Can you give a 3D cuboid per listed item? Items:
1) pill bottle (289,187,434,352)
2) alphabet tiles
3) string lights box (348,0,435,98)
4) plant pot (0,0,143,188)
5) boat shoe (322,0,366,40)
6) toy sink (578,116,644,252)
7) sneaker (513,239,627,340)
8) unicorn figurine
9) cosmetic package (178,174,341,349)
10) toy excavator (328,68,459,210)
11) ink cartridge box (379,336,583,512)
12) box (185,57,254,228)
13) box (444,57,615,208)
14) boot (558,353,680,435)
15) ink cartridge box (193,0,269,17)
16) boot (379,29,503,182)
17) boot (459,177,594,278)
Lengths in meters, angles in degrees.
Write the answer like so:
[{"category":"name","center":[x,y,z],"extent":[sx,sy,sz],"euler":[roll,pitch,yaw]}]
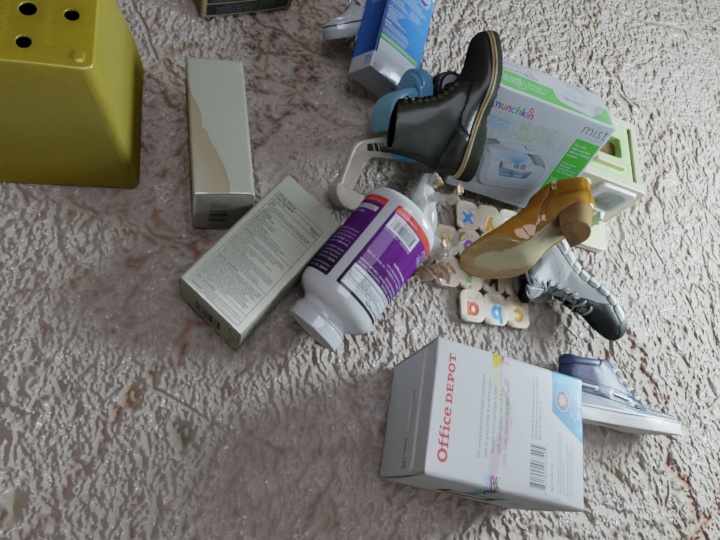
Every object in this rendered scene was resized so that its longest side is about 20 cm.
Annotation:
[{"category":"pill bottle","center":[0.000,0.000,0.679],"extent":[0.112,0.113,0.201],"euler":[40,75,1]},{"category":"alphabet tiles","center":[0.202,-0.010,0.821],"extent":[0.194,0.015,0.202],"euler":[9,66,-16]},{"category":"string lights box","center":[0.056,-0.387,0.846],"extent":[0.101,0.058,0.206],"euler":[22,78,-41]},{"category":"plant pot","center":[-0.367,-0.236,0.621],"extent":[0.194,0.177,0.206],"euler":[0,68,-19]},{"category":"boat shoe","center":[0.004,-0.439,0.885],"extent":[0.199,0.072,0.069],"euler":[-39,126,-38]},{"category":"toy sink","center":[0.388,-0.157,0.891],"extent":[0.126,0.112,0.206],"euler":[15,64,-12]},{"category":"sneaker","center":[0.295,0.038,0.792],"extent":[0.113,0.076,0.202],"euler":[-27,69,-21]},{"category":"unicorn figurine","center":[0.099,-0.084,0.765],"extent":[0.072,0.137,0.206],"euler":[18,78,-21]},{"category":"cosmetic package","center":[-0.125,-0.014,0.674],"extent":[0.105,0.071,0.200],"euler":[41,62,2]},{"category":"toy excavator","center":[0.044,-0.194,0.781],"extent":[0.194,0.099,0.201],"euler":[-6,102,-23]},{"category":"ink cartridge box","center":[0.143,0.193,0.642],"extent":[0.194,0.146,0.151],"euler":[17,64,-12]},{"category":"box","center":[-0.190,-0.168,0.703],"extent":[0.075,0.095,0.206],"euler":[-2,68,-19]},{"category":"box","center":[0.249,-0.205,0.817],"extent":[0.194,0.178,0.099],"euler":[15,47,-13]},{"category":"boot","center":[0.378,0.182,0.771],"extent":[0.194,0.073,0.093],"euler":[14,70,-13]},{"category":"ink cartridge box","center":[-0.212,-0.517,0.847],"extent":[0.161,0.075,0.205],"euler":[-18,75,-26]},{"category":"boot","center":[0.109,-0.238,0.712],"extent":[0.134,0.077,0.207],"euler":[12,84,-13]},{"category":"boot","center":[0.249,-0.066,0.790],"extent":[0.072,0.197,0.145],"euler":[58,31,-21]}]
